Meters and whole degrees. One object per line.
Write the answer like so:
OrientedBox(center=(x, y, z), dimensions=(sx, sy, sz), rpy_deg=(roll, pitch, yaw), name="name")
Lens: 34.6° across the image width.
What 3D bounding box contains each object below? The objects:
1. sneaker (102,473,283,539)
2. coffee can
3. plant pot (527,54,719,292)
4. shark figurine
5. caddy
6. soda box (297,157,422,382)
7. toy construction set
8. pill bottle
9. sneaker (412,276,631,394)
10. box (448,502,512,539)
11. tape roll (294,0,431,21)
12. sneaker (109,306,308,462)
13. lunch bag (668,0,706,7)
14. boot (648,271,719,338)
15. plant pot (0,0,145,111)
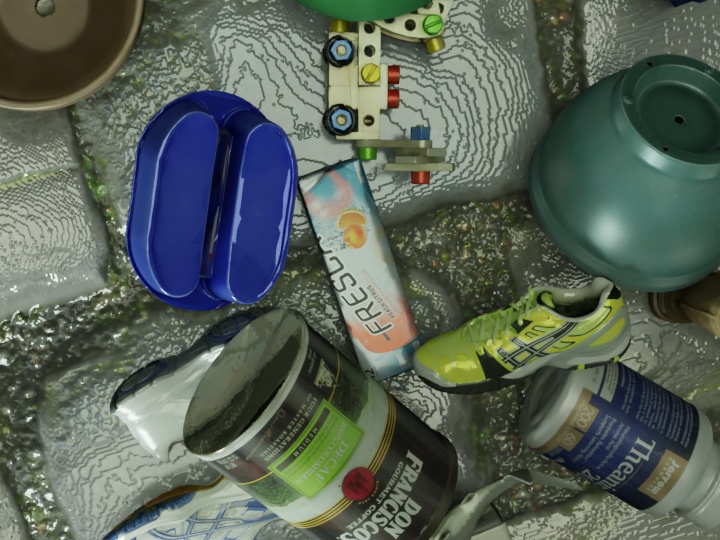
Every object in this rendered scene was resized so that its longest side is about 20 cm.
OrientedBox(center=(-0.140, 0.238, 1.069), dimensions=(0.198, 0.075, 0.089), rpy_deg=(-23, 95, -3), name="sneaker")
OrientedBox(center=(-0.033, 0.150, 1.000), dimensions=(0.200, 0.146, 0.147), rpy_deg=(41, 89, -25), name="coffee can")
OrientedBox(center=(0.261, -0.101, 1.012), dimensions=(0.198, 0.135, 0.202), rpy_deg=(5, 59, -8), name="plant pot")
OrientedBox(center=(0.090, 0.254, 0.992), dimensions=(0.089, 0.128, 0.216), rpy_deg=(43, 72, -29), name="shark figurine")
OrientedBox(center=(-0.134, -0.060, 1.040), dimensions=(0.140, 0.105, 0.203), rpy_deg=(7, 96, -22), name="caddy")
OrientedBox(center=(0.000, 0.000, 1.070), dimensions=(0.063, 0.068, 0.202), rpy_deg=(-20, 96, -4), name="soda box")
OrientedBox(center=(0.031, -0.175, 1.060), dimensions=(0.129, 0.092, 0.203), rpy_deg=(0, 82, -5), name="toy construction set")
OrientedBox(center=(0.256, 0.158, 1.081), dimensions=(0.199, 0.111, 0.112), rpy_deg=(30, 90, -6), name="pill bottle")
OrientedBox(center=(0.140, 0.051, 1.022), dimensions=(0.198, 0.076, 0.077), rpy_deg=(-15, 128, -3), name="sneaker")
OrientedBox(center=(0.101, 0.333, 1.077), dimensions=(0.126, 0.109, 0.202), rpy_deg=(-20, 94, -2), name="box")
OrientedBox(center=(0.003, -0.319, 1.025), dimensions=(0.198, 0.048, 0.203), rpy_deg=(-1, 68, 3), name="tape roll")
OrientedBox(center=(-0.131, 0.102, 1.074), dimensions=(0.198, 0.075, 0.088), rpy_deg=(-29, 107, 4), name="sneaker")
OrientedBox(center=(0.272, -0.367, 1.048), dimensions=(0.168, 0.128, 0.202), rpy_deg=(23, 100, -5), name="lunch bag")
OrientedBox(center=(0.366, 0.032, 1.039), dimensions=(0.173, 0.200, 0.067), rpy_deg=(-9, 94, -4), name="boot")
OrientedBox(center=(-0.286, -0.241, 1.022), dimensions=(0.198, 0.093, 0.204), rpy_deg=(0, 93, -4), name="plant pot")
